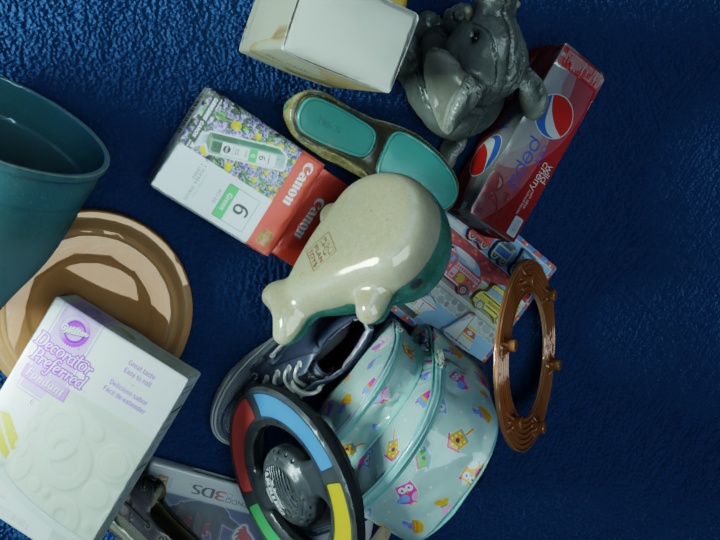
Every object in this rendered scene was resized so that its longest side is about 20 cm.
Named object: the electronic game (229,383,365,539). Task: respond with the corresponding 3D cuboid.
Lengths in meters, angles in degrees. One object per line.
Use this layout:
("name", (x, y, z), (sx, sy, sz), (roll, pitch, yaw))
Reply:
("electronic game", (-0.063, 0.202, 0.919), (0.041, 0.200, 0.201), (-20, 108, -36))

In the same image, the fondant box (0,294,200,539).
("fondant box", (-0.261, 0.143, 0.897), (0.144, 0.058, 0.201), (31, 91, 3))

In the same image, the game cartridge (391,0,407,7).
("game cartridge", (-0.018, -0.363, 0.933), (0.175, 0.032, 0.201), (9, 98, -18))

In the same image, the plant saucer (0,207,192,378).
("plant saucer", (-0.262, 0.040, 0.947), (0.199, 0.032, 0.201), (-3, 102, -15))

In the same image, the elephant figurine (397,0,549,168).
("elephant figurine", (0.111, -0.189, 0.917), (0.155, 0.200, 0.142), (43, 88, -20))

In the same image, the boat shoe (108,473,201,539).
("boat shoe", (-0.217, 0.231, 0.958), (0.065, 0.072, 0.200), (-39, 86, 5))

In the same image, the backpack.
("backpack", (0.045, 0.156, 0.957), (0.153, 0.200, 0.176), (33, 106, -19))

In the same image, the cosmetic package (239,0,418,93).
("cosmetic package", (-0.036, -0.210, 0.870), (0.105, 0.200, 0.071), (19, 96, -18))

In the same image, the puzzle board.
("puzzle board", (0.099, 0.000, 1.051), (0.200, 0.017, 0.151), (37, 89, -19))

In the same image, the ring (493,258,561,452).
("ring", (0.179, 0.088, 1.018), (0.019, 0.200, 0.202), (2, 105, 26))

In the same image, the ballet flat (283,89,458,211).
("ballet flat", (0.009, -0.120, 0.974), (0.199, 0.071, 0.071), (26, 93, -23))

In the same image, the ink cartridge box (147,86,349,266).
("ink cartridge box", (-0.095, -0.079, 0.960), (0.200, 0.050, 0.109), (32, 91, -19))

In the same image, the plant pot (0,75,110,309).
("plant pot", (-0.342, -0.053, 0.829), (0.199, 0.200, 0.189), (23, 109, -19))

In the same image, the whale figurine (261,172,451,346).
("whale figurine", (0.000, 0.000, 0.936), (0.200, 0.159, 0.104), (-39, 135, 14))

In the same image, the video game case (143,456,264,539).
("video game case", (-0.170, 0.313, 1.035), (0.181, 0.023, 0.201), (20, 96, -19))

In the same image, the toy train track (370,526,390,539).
("toy train track", (0.019, 0.349, 1.050), (0.115, 0.032, 0.201), (-49, 138, -29))

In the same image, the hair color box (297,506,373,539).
("hair color box", (-0.054, 0.354, 1.037), (0.100, 0.060, 0.201), (0, 104, -50))

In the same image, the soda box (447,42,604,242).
("soda box", (0.168, -0.132, 1.006), (0.063, 0.070, 0.201), (32, 86, -21))

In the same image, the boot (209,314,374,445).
("boot", (-0.073, 0.105, 0.983), (0.073, 0.090, 0.200), (42, 88, -20))
